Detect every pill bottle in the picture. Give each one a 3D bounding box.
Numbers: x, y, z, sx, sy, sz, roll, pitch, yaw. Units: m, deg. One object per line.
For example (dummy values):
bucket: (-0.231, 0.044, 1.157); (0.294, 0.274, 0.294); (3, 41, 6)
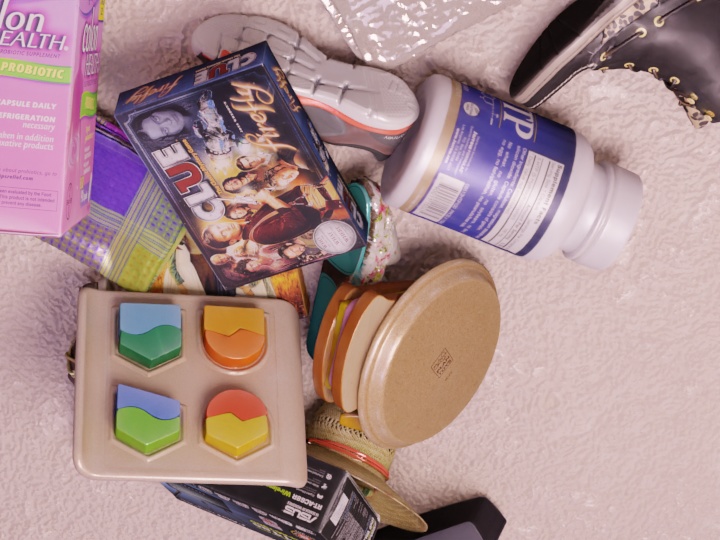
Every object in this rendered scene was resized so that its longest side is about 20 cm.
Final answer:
pill bottle: (0.129, -0.076, 1.498); (0.200, 0.120, 0.120); (21, 118, -12)

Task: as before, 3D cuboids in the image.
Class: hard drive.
hard drive: (0.035, 0.273, 1.695); (0.200, 0.135, 0.042); (-22, 92, 14)

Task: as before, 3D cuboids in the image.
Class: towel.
towel: (-0.245, -0.071, 1.532); (0.200, 0.023, 0.144); (31, 123, -6)
towel: (0.060, -0.253, 1.447); (0.200, 0.034, 0.133); (-26, 118, 15)

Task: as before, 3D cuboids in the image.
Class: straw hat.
straw hat: (-0.011, 0.162, 1.645); (0.201, 0.201, 0.085); (31, 73, -17)

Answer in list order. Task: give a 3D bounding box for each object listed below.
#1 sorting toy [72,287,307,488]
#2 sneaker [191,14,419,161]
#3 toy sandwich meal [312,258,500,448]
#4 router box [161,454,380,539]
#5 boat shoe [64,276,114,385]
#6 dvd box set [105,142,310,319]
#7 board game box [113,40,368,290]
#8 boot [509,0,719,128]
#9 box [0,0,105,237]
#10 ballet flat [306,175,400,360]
sorting toy: (-0.143, 0.095, 1.514); (0.200, 0.185, 0.036); (6, 145, -14)
sneaker: (-0.054, -0.143, 1.479); (0.200, 0.077, 0.082); (25, 138, 5)
toy sandwich meal: (0.043, 0.069, 1.575); (0.070, 0.205, 0.205); (29, 126, 34)
router box: (-0.093, 0.194, 1.599); (0.200, 0.062, 0.150); (20, 164, 20)
boat shoe: (-0.238, 0.095, 1.625); (0.059, 0.072, 0.200); (-6, 126, 0)
dvd box set: (-0.133, -0.039, 1.570); (0.146, 0.029, 0.200); (-7, 120, 5)
board game box: (-0.095, -0.082, 1.460); (0.135, 0.035, 0.200); (-18, 127, 18)
boot: (0.238, -0.173, 1.473); (0.151, 0.073, 0.200); (41, 107, -21)
box: (-0.263, -0.136, 1.397); (0.097, 0.176, 0.200); (4, 97, -2)
ballet flat: (0.000, 0.000, 1.582); (0.064, 0.076, 0.200); (-7, 130, -32)
